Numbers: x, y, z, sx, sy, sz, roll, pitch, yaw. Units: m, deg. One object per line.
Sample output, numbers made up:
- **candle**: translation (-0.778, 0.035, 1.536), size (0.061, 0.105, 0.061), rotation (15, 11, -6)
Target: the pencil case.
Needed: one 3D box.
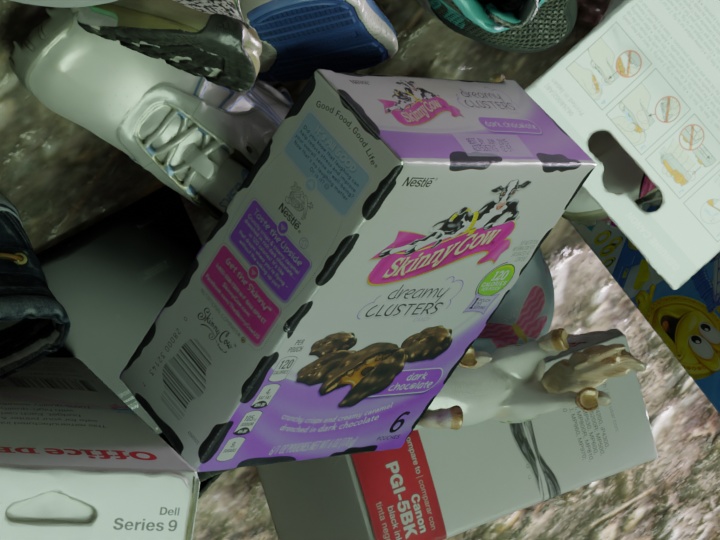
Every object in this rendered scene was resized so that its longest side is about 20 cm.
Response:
- **pencil case**: translation (0.049, -0.021, 1.513), size (0.090, 0.083, 0.200), rotation (-11, 149, 10)

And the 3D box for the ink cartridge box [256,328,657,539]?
- **ink cartridge box**: translation (0.056, 0.107, 1.617), size (0.199, 0.083, 0.147), rotation (-18, -177, -24)

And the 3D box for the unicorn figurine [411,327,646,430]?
- **unicorn figurine**: translation (0.045, 0.059, 1.488), size (0.199, 0.074, 0.137), rotation (16, 170, -23)

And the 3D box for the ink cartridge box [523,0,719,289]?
- **ink cartridge box**: translation (0.196, -0.113, 1.484), size (0.200, 0.050, 0.162), rotation (-42, 116, 5)

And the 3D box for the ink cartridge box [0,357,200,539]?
- **ink cartridge box**: translation (-0.180, 0.105, 1.314), size (0.145, 0.200, 0.088), rotation (3, 101, -24)

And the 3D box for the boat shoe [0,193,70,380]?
- **boat shoe**: translation (-0.241, 0.021, 1.293), size (0.200, 0.091, 0.071), rotation (-17, 143, -26)

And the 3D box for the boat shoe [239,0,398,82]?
- **boat shoe**: translation (-0.023, -0.140, 1.292), size (0.072, 0.073, 0.200), rotation (-10, 172, 0)

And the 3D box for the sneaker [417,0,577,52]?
- **sneaker**: translation (0.064, -0.147, 1.358), size (0.078, 0.091, 0.200), rotation (-41, 147, 11)

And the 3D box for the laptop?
- **laptop**: translation (-0.164, 0.062, 1.491), size (0.187, 0.116, 0.201), rotation (-29, 118, -11)

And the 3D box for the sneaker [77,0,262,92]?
- **sneaker**: translation (-0.080, -0.141, 1.178), size (0.077, 0.200, 0.089), rotation (18, 102, -22)

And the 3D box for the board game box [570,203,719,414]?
- **board game box**: translation (0.253, -0.026, 1.585), size (0.200, 0.196, 0.056), rotation (-47, 146, 16)

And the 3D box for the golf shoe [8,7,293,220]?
- **golf shoe**: translation (-0.083, -0.073, 1.314), size (0.078, 0.097, 0.200), rotation (-46, 145, 18)

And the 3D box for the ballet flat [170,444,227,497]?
- **ballet flat**: translation (-0.081, 0.113, 1.511), size (0.066, 0.057, 0.200), rotation (-26, 174, -44)

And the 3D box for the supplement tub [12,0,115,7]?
- **supplement tub**: translation (-0.113, -0.218, 1.058), size (0.144, 0.145, 0.200), rotation (-14, 141, -29)

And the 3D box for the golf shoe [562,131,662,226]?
- **golf shoe**: translation (0.178, -0.111, 1.539), size (0.200, 0.073, 0.092), rotation (-41, 126, 0)

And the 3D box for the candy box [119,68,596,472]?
- **candy box**: translation (0.000, 0.000, 1.340), size (0.167, 0.072, 0.200), rotation (-2, 133, -51)
